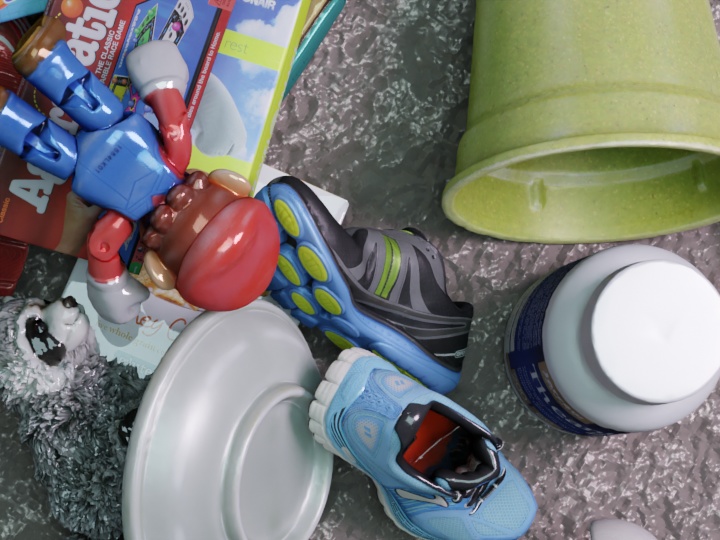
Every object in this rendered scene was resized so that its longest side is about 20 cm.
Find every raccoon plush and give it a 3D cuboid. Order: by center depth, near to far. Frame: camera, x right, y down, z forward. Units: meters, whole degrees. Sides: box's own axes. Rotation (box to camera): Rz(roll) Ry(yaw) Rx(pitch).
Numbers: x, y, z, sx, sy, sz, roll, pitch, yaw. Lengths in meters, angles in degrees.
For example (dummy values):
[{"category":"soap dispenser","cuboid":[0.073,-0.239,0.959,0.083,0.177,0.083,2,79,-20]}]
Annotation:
[{"category":"raccoon plush","cuboid":[-0.192,0.111,1.600,0.133,0.097,0.201,24,97,4]}]

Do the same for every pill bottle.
[{"category":"pill bottle","cuboid":[0.157,0.043,1.627,0.110,0.200,0.112,1,85,-8]}]

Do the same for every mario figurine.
[{"category":"mario figurine","cuboid":[-0.132,-0.052,1.554,0.200,0.123,0.106,41,40,-12]}]

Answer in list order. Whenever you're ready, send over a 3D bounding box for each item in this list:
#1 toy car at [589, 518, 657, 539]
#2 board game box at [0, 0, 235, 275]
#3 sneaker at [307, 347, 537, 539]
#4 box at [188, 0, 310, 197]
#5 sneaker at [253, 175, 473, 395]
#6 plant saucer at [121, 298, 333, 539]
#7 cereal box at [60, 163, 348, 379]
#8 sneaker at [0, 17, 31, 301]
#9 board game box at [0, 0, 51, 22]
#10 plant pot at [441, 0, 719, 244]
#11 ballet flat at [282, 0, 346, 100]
[{"category":"toy car","cuboid":[0.113,0.246,1.612,0.174,0.200,0.151,-20,96,7]},{"category":"board game box","cuboid":[-0.145,-0.105,1.570,0.102,0.019,0.201,16,102,-18]},{"category":"sneaker","cuboid":[0.051,0.122,1.629,0.200,0.090,0.079,38,79,-46]},{"category":"box","cuboid":[-0.106,-0.119,1.636,0.121,0.048,0.201,16,87,3]},{"category":"sneaker","cuboid":[0.000,0.000,1.650,0.200,0.071,0.083,41,63,-38]},{"category":"plant saucer","cuboid":[-0.064,0.118,1.599,0.050,0.200,0.201,10,83,31]},{"category":"cereal box","cuboid":[-0.110,0.021,1.672,0.143,0.040,0.201,23,83,-4]},{"category":"sneaker","cuboid":[-0.224,-0.071,1.650,0.078,0.116,0.201,15,118,0]},{"category":"board game box","cuboid":[-0.250,-0.182,1.612,0.199,0.152,0.045,-16,115,-8]},{"category":"plant pot","cuboid":[0.144,-0.132,1.659,0.199,0.200,0.185,0,74,-8]},{"category":"ballet flat","cuboid":[-0.022,-0.192,1.691,0.063,0.069,0.200,37,80,10]}]
